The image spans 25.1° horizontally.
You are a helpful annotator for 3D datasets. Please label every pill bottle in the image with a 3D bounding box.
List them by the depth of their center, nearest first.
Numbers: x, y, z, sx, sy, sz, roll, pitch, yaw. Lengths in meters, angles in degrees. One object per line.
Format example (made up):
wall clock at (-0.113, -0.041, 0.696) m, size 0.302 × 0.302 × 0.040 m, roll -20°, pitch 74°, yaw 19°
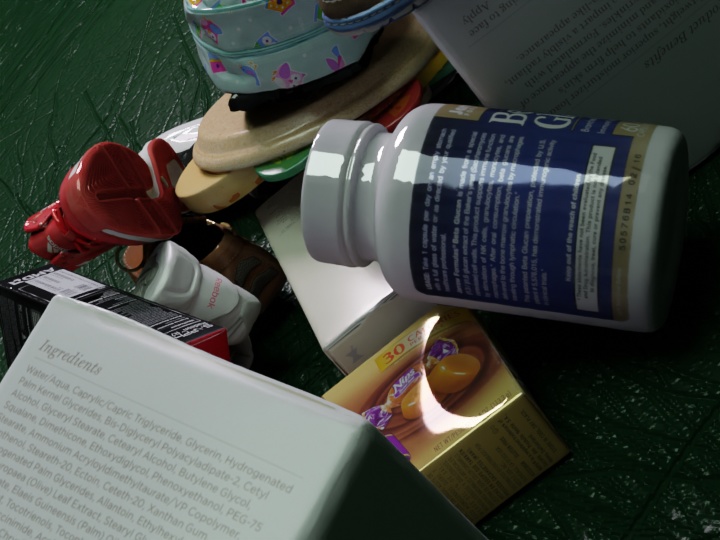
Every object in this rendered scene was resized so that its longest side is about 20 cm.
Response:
pill bottle at (0.073, -0.033, 0.888) m, size 0.199 × 0.111 × 0.111 m, roll 7°, pitch 50°, yaw 18°

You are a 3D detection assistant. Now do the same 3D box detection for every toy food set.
toy food set at (-0.027, -0.114, 1.104) m, size 0.197 × 0.049 × 0.200 m, roll -11°, pitch 27°, yaw 39°

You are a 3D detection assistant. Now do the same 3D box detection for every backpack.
backpack at (-0.053, -0.189, 1.065) m, size 0.166 × 0.127 × 0.200 m, roll -20°, pitch 25°, yaw 14°

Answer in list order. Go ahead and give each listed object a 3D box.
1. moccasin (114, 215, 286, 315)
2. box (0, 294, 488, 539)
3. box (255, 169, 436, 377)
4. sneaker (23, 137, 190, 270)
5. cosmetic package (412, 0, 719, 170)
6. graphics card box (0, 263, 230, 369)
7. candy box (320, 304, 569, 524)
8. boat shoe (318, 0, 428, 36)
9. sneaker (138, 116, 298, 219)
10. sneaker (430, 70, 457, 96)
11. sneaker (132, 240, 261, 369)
moccasin at (-0.129, -0.009, 1.183) m, size 0.074 × 0.078 × 0.201 m, roll -49°, pitch 25°, yaw -10°
box at (-0.068, 0.148, 0.742) m, size 0.199 × 0.199 × 0.172 m, roll 20°, pitch 72°, yaw 35°
box at (0.000, 0.000, 1.042) m, size 0.082 × 0.068 × 0.200 m, roll -37°, pitch 31°, yaw 6°
sneaker at (-0.183, -0.028, 1.100) m, size 0.115 × 0.079 × 0.200 m, roll -33°, pitch -2°, yaw 13°
cosmetic package at (0.128, -0.165, 0.977) m, size 0.164 × 0.200 × 0.165 m, roll -37°, pitch 32°, yaw 7°
graphics card box at (-0.153, 0.078, 1.020) m, size 0.051 × 0.126 × 0.199 m, roll -23°, pitch 26°, yaw -38°
candy box at (0.007, 0.114, 0.903) m, size 0.200 × 0.057 × 0.117 m, roll -37°, pitch 32°, yaw 5°
boat shoe at (0.042, -0.213, 0.869) m, size 0.200 × 0.072 × 0.072 m, roll -46°, pitch 32°, yaw -5°
sneaker at (-0.109, -0.072, 1.249) m, size 0.199 × 0.073 × 0.112 m, roll -35°, pitch 30°, yaw 8°
sneaker at (0.093, -0.208, 1.201) m, size 0.199 × 0.076 × 0.092 m, roll -26°, pitch 29°, yaw 22°
sneaker at (-0.128, 0.055, 1.112) m, size 0.200 × 0.099 × 0.078 m, roll -39°, pitch 29°, yaw 60°
